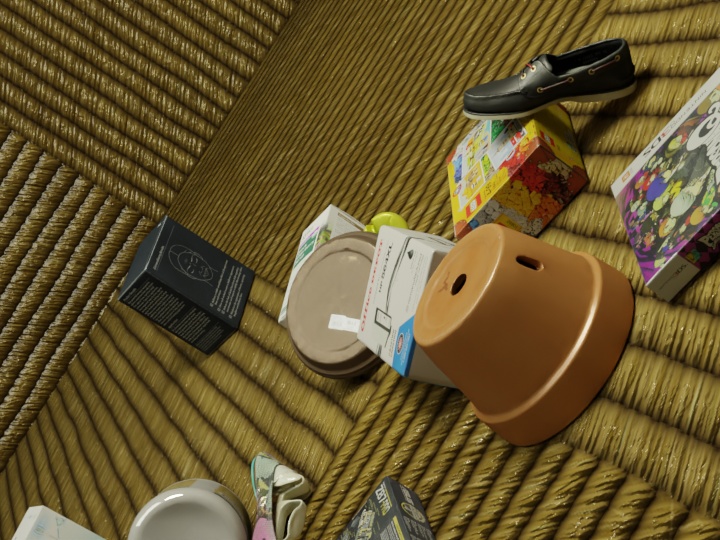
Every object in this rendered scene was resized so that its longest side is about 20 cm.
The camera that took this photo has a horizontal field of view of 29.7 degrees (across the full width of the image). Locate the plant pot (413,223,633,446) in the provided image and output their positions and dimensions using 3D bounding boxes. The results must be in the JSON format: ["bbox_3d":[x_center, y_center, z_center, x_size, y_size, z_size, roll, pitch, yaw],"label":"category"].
[{"bbox_3d":[0.145,0.049,1.311,0.200,0.140,0.200,-48,21,25],"label":"plant pot"}]

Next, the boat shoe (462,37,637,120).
[{"bbox_3d":[0.210,-0.218,1.543,0.200,0.063,0.074,-11,32,14],"label":"boat shoe"}]

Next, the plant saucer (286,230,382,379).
[{"bbox_3d":[-0.021,0.041,1.768,0.199,0.029,0.201,-12,67,32],"label":"plant saucer"}]

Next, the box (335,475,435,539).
[{"bbox_3d":[0.011,0.318,1.352,0.162,0.049,0.200,-56,18,10],"label":"box"}]

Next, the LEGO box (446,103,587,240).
[{"bbox_3d":[0.180,-0.119,1.603,0.149,0.077,0.200,-48,20,24],"label":"LEGO box"}]

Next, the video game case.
[{"bbox_3d":[0.318,-0.090,1.261,0.181,0.036,0.200,-50,19,25],"label":"video game case"}]

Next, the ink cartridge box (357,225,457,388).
[{"bbox_3d":[0.071,0.038,1.545,0.200,0.084,0.147,-151,72,-71],"label":"ink cartridge box"}]

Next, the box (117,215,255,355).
[{"bbox_3d":[-0.310,0.028,2.433,0.107,0.200,0.149,-41,23,38],"label":"box"}]

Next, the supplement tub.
[{"bbox_3d":[-0.207,0.335,1.680,0.145,0.144,0.200,-58,-1,-5],"label":"supplement tub"}]

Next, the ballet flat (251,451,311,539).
[{"bbox_3d":[-0.096,0.292,1.666,0.071,0.069,0.200,-30,31,19],"label":"ballet flat"}]

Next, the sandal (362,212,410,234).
[{"bbox_3d":[0.000,0.000,1.847,0.200,0.080,0.087,-36,-13,18],"label":"sandal"}]

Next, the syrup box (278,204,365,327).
[{"bbox_3d":[-0.051,0.006,1.988,0.079,0.081,0.201,-42,25,38],"label":"syrup box"}]

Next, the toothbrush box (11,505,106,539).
[{"bbox_3d":[-0.435,0.461,2.024,0.085,0.200,0.147,-22,37,60],"label":"toothbrush box"}]
